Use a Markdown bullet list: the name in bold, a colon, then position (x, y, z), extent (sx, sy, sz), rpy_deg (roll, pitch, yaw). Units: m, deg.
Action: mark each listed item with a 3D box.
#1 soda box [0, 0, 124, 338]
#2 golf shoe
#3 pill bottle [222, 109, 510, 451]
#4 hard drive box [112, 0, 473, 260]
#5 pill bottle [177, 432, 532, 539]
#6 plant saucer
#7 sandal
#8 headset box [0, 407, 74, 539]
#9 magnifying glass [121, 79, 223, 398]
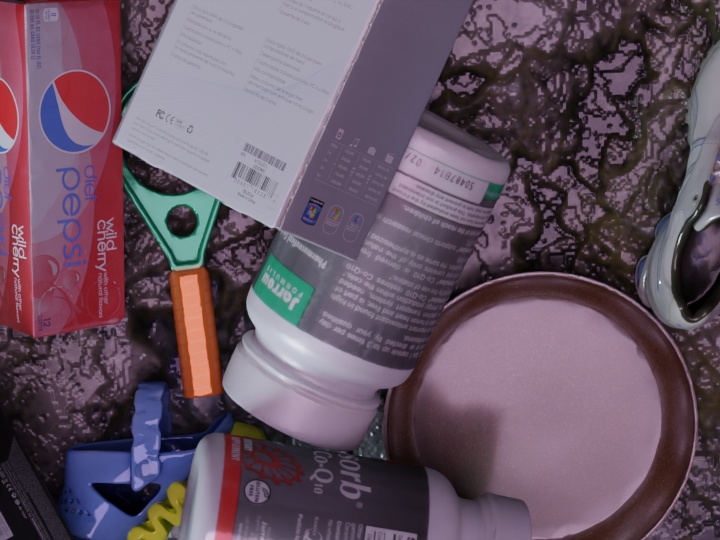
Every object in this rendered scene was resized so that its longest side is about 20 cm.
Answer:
- **soda box**: position (-0.187, -0.065, 1.302), extent (0.070, 0.063, 0.202), rpy_deg (-9, 105, -37)
- **golf shoe**: position (0.228, -0.056, 1.301), extent (0.078, 0.097, 0.202), rpy_deg (15, 100, -2)
- **pill bottle**: position (0.000, 0.000, 1.304), extent (0.112, 0.113, 0.201), rpy_deg (25, 100, -5)
- **hard drive box**: position (-0.034, -0.130, 1.237), extent (0.077, 0.155, 0.201), rpy_deg (21, 96, -49)
- **pill bottle**: position (-0.006, 0.167, 1.278), extent (0.198, 0.116, 0.117), rpy_deg (10, 102, -8)
- **plant saucer**: position (0.113, 0.096, 1.367), extent (0.198, 0.032, 0.202), rpy_deg (0, 103, -1)
- **sandal**: position (-0.157, 0.143, 1.358), extent (0.200, 0.079, 0.087), rpy_deg (-41, 96, 0)
- **headset box**: position (-0.272, 0.186, 1.317), extent (0.199, 0.075, 0.149), rpy_deg (-33, 86, 34)
- **magnifying glass**: position (-0.109, -0.022, 1.330), extent (0.079, 0.022, 0.202), rpy_deg (-7, 91, -3)
